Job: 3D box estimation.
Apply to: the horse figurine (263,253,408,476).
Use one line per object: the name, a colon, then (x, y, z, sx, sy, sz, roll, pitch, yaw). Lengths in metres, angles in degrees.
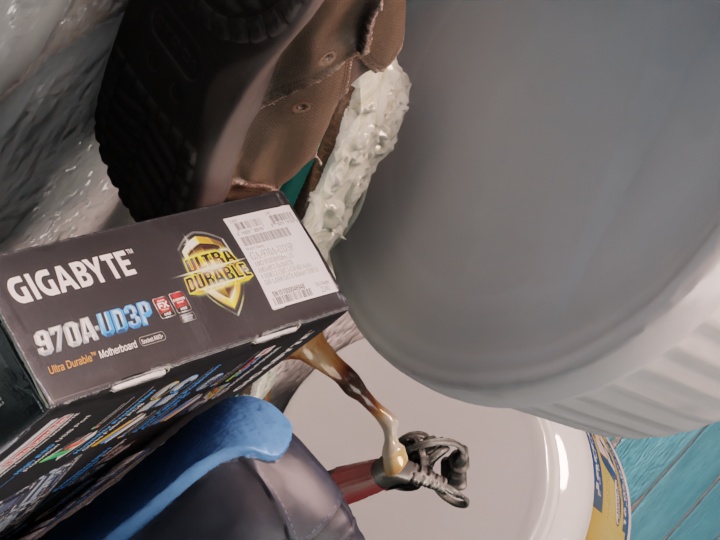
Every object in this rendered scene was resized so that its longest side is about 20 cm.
horse figurine: (0.000, 0.000, 0.929, 0.200, 0.133, 0.050, -42, -155, -18)

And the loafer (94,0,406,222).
loafer: (-0.021, -0.087, 0.721, 0.071, 0.073, 0.200, -20, 159, -33)

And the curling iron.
curling iron: (-0.026, 0.100, 1.022, 0.049, 0.026, 0.200, 19, 152, -36)

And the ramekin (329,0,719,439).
ramekin: (0.091, -0.036, 0.843, 0.094, 0.202, 0.203, 30, 103, -39)

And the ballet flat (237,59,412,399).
ballet flat: (-0.039, 0.008, 0.836, 0.201, 0.072, 0.072, -60, 161, 7)

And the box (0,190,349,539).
box: (-0.118, 0.056, 0.736, 0.200, 0.046, 0.159, -37, 170, 29)

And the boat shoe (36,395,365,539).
boat shoe: (-0.081, 0.118, 0.764, 0.200, 0.069, 0.084, -36, -166, 37)

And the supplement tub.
supplement tub: (0.042, 0.105, 1.145, 0.145, 0.145, 0.200, -49, 163, 0)
